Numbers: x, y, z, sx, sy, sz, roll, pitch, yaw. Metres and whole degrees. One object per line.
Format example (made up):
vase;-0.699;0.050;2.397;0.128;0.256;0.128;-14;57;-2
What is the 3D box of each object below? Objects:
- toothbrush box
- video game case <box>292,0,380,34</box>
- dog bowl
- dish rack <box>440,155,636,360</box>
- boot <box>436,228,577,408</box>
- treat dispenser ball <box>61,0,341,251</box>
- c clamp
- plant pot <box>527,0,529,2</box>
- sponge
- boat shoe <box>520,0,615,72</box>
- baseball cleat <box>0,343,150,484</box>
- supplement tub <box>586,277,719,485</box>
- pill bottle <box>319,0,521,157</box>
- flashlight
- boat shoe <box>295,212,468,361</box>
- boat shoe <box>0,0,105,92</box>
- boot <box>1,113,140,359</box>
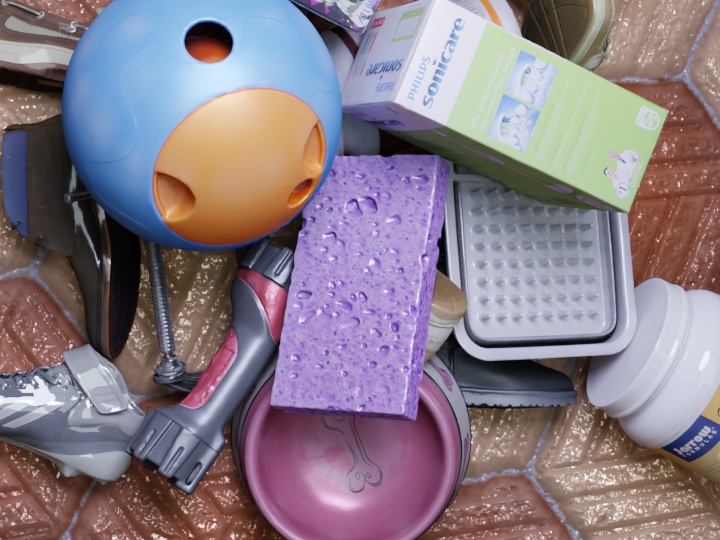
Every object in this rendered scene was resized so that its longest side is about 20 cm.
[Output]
toothbrush box;0.102;-0.120;1.045;0.200;0.146;0.086;21;88;-17
video game case;-0.074;-0.254;1.094;0.181;0.200;0.036;27;105;-10
dog bowl;-0.008;0.142;1.124;0.200;0.074;0.201;0;99;0
dish rack;0.140;-0.026;1.157;0.171;0.044;0.200;-1;82;-23
boot;0.109;0.017;1.197;0.165;0.066;0.200;3;82;-15
treat dispenser ball;-0.113;-0.113;1.006;0.200;0.201;0.201;1;87;-13
c clamp;-0.141;0.012;1.121;0.171;0.027;0.200;-21;107;-35
plant pot;0.169;-0.333;1.155;0.200;0.200;0.183;44;83;-8
sponge;0.000;0.011;1.059;0.111;0.030;0.200;3;76;25
boat shoe;0.170;-0.184;1.148;0.063;0.201;0.073;-11;73;-15
baseball cleat;-0.262;0.093;1.094;0.200;0.070;0.107;25;96;-22
supplement tub;0.309;0.104;1.195;0.200;0.144;0.145;27;82;-11
pill bottle;0.027;-0.157;1.155;0.200;0.114;0.114;-22;92;-13
flashlight;-0.109;0.071;1.098;0.068;0.068;0.200;44;73;-29
boat shoe;0.000;0.000;1.128;0.074;0.200;0.069;0;124;-44
boat shoe;-0.207;-0.177;1.122;0.202;0.075;0.075;12;79;-12
boot;-0.233;-0.030;1.124;0.097;0.075;0.200;1;97;11
